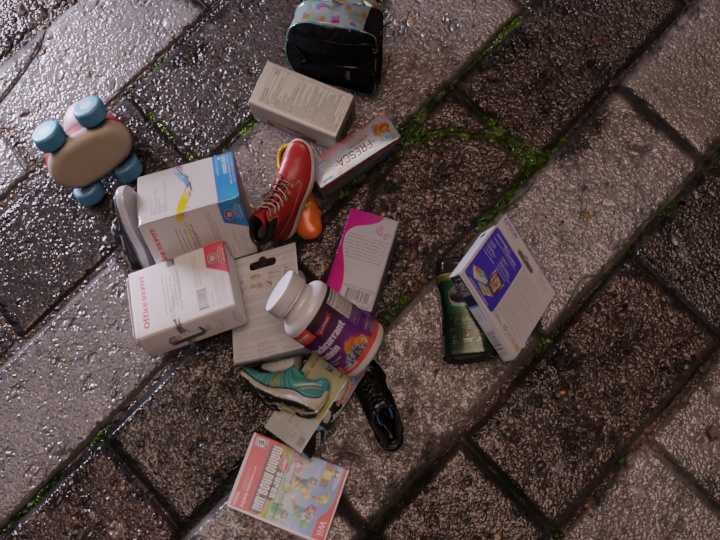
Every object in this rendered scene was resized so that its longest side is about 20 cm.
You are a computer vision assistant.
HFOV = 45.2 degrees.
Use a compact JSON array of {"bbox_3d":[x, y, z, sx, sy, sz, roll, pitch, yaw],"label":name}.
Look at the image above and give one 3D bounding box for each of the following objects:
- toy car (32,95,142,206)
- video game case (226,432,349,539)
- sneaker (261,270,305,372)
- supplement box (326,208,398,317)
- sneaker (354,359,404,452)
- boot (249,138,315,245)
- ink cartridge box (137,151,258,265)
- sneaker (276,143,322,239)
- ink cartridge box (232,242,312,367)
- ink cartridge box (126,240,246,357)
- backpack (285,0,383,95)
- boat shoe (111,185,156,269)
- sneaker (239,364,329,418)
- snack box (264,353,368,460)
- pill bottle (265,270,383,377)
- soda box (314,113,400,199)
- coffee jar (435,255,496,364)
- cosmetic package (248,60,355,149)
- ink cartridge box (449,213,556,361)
[{"bbox_3d":[-0.565,-0.275,1.753,0.175,0.186,0.201,-32,47,-6],"label":"toy car"},{"bbox_3d":[-0.134,0.406,1.613,0.196,0.017,0.146,19,76,6],"label":"video game case"},{"bbox_3d":[-0.153,0.098,1.671,0.086,0.075,0.205,3,76,15],"label":"sneaker"},{"bbox_3d":[0.000,0.000,1.660,0.099,0.104,0.204,16,70,6],"label":"supplement box"},{"bbox_3d":[0.033,0.234,1.603,0.072,0.112,0.203,-24,76,-6],"label":"sneaker"},{"bbox_3d":[-0.151,-0.148,1.634,0.071,0.144,0.205,20,104,16],"label":"boot"},{"bbox_3d":[-0.315,-0.107,1.664,0.195,0.149,0.146,-15,46,-2],"label":"ink cartridge box"},{"bbox_3d":[-0.129,-0.156,1.730,0.071,0.077,0.204,-20,77,-5],"label":"sneaker"},{"bbox_3d":[-0.169,0.068,1.633,0.159,0.057,0.205,-14,67,25],"label":"ink cartridge box"},{"bbox_3d":[-0.324,0.054,1.606,0.196,0.085,0.148,-18,59,2],"label":"ink cartridge box"},{"bbox_3d":[-0.051,-0.469,1.762,0.195,0.177,0.156,4,58,4],"label":"backpack"},{"bbox_3d":[-0.449,-0.078,1.667,0.066,0.202,0.073,-1,49,7],"label":"boat shoe"},{"bbox_3d":[-0.140,0.216,1.607,0.196,0.078,0.080,12,55,33],"label":"sneaker"},{"bbox_3d":[-0.083,0.238,1.616,0.115,0.037,0.202,23,75,44],"label":"snack box"},{"bbox_3d":[-0.065,0.090,1.527,0.198,0.111,0.113,35,77,-15],"label":"pill bottle"},{"bbox_3d":[-0.014,-0.230,1.749,0.198,0.069,0.064,-33,77,-6],"label":"soda box"},{"bbox_3d":[0.200,0.072,1.653,0.102,0.085,0.205,-7,75,12],"label":"coffee jar"},{"bbox_3d":[-0.117,-0.334,1.770,0.196,0.087,0.105,24,78,7],"label":"cosmetic package"},{"bbox_3d":[0.272,0.029,1.628,0.200,0.043,0.200,55,50,-14],"label":"ink cartridge box"}]
